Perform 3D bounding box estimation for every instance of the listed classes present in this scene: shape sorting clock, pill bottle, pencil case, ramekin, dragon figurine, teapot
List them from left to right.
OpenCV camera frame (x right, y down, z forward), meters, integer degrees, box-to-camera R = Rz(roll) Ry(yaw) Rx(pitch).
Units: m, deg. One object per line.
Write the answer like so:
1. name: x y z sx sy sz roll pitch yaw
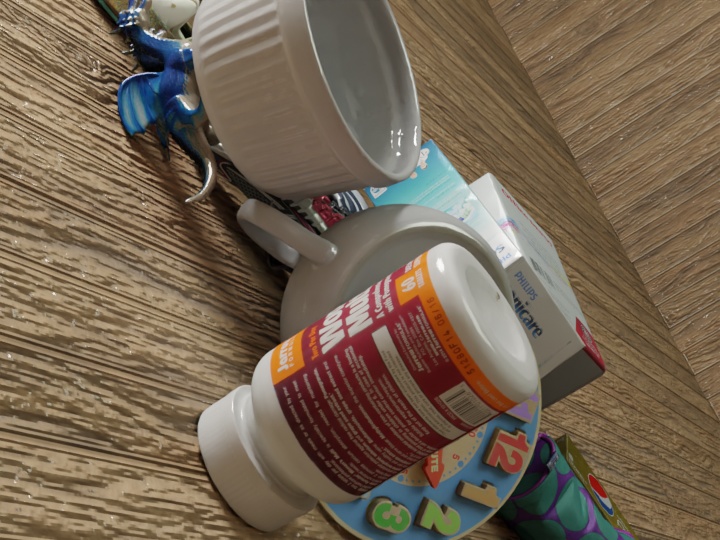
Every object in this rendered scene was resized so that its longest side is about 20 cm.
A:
1. dragon figurine: -0.145 -0.124 1.039 0.059 0.099 0.201 35 47 -56
2. ramekin: -0.041 -0.149 1.025 0.200 0.105 0.201 47 34 -48
3. pill bottle: 0.002 0.077 0.851 0.110 0.200 0.110 50 18 -23
4. teapot: 0.011 0.036 1.056 0.146 0.197 0.201 15 -69 60
5. shape sorting clock: 0.046 0.103 0.978 0.200 0.200 0.039 50 -17 -24
6. pencil case: 0.201 0.244 1.319 0.085 0.093 0.200 5 -39 53

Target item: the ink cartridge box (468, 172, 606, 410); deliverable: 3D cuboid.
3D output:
1. ink cartridge box: 0.137 0.034 1.415 0.145 0.144 0.200 43 23 -39

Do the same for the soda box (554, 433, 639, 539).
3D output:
1. soda box: 0.245 0.277 1.430 0.200 0.064 0.068 56 16 -9

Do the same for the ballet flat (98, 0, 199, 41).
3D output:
1. ballet flat: -0.148 -0.197 1.152 0.200 0.071 0.071 50 18 -23

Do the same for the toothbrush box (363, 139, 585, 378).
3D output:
1. toothbrush box: 0.103 -0.004 1.248 0.146 0.085 0.200 50 4 -43

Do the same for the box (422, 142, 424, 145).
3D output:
1. box: -0.003 -0.186 1.331 0.200 0.032 0.121 57 17 -11

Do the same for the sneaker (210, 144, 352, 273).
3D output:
1. sneaker: -0.060 -0.039 1.122 0.200 0.075 0.081 41 10 -10

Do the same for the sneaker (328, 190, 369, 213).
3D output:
1. sneaker: 0.000 0.000 1.213 0.200 0.070 0.108 57 13 16
